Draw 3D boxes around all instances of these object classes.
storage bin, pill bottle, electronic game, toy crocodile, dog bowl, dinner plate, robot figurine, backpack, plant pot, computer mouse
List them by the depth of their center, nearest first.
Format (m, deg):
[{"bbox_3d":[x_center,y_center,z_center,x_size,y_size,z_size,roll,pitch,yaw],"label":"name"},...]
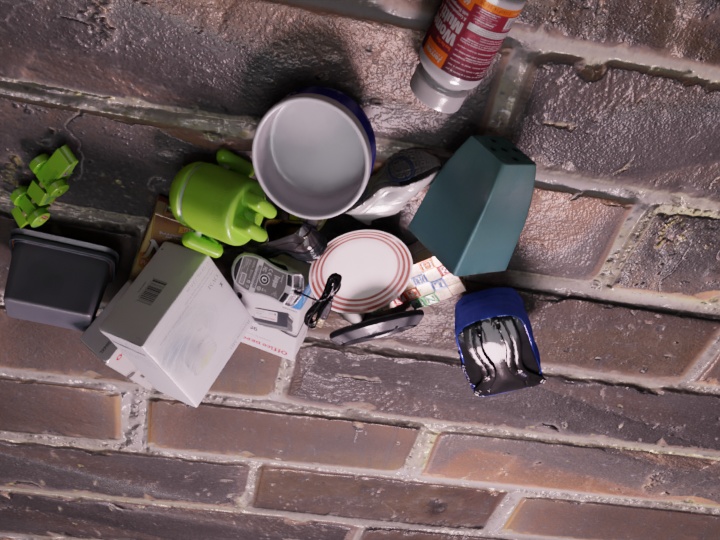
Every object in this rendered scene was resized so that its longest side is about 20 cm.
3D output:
[{"bbox_3d":[0.153,-0.343,1.182,0.107,0.111,0.202,16,132,-16],"label":"pill bottle"},{"bbox_3d":[-0.074,-0.192,1.296,0.195,0.079,0.205,5,117,10],"label":"dog bowl"},{"bbox_3d":[-0.242,-0.115,1.355,0.196,0.179,0.115,20,177,23],"label":"robot figurine"},{"bbox_3d":[0.203,-0.120,1.357,0.139,0.142,0.203,-6,130,-39],"label":"plant pot"},{"bbox_3d":[-0.552,-0.142,1.390,0.068,0.062,0.200,47,117,4],"label":"toy crocodile"},{"bbox_3d":[-0.137,0.022,1.432,0.196,0.044,0.112,24,106,4],"label":"computer mouse"},{"bbox_3d":[0.000,0.000,1.474,0.195,0.025,0.203,-7,130,-8],"label":"dinner plate"},{"bbox_3d":[-0.567,0.029,1.483,0.195,0.137,0.146,14,151,-14],"label":"storage bin"},{"bbox_3d":[0.033,0.111,1.589,0.195,0.043,0.200,-15,171,-2],"label":"electronic game"},{"bbox_3d":[0.265,0.128,1.597,0.159,0.170,0.202,-18,128,12],"label":"backpack"}]

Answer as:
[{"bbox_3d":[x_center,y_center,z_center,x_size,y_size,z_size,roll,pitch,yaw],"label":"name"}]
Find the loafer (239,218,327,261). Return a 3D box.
[{"bbox_3d":[-0.151,-0.067,1.432,0.196,0.074,0.073,2,143,34],"label":"loafer"}]

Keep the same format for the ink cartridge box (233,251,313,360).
[{"bbox_3d":[-0.172,0.064,1.554,0.142,0.085,0.203,19,134,7],"label":"ink cartridge box"}]

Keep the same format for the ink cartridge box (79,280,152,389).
[{"bbox_3d":[-0.428,0.128,1.540,0.084,0.147,0.201,33,166,21],"label":"ink cartridge box"}]

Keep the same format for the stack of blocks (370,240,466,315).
[{"bbox_3d":[0.095,0.017,1.561,0.196,0.059,0.116,-21,131,18],"label":"stack of blocks"}]

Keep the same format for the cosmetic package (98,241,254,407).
[{"bbox_3d":[-0.322,0.098,1.433,0.121,0.201,0.202,15,150,32],"label":"cosmetic package"}]

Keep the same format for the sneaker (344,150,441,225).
[{"bbox_3d":[0.060,-0.145,1.409,0.197,0.076,0.087,-22,145,26],"label":"sneaker"}]

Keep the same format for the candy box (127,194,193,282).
[{"bbox_3d":[-0.356,-0.037,1.497,0.113,0.056,0.201,17,132,-20],"label":"candy box"}]

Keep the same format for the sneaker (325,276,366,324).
[{"bbox_3d":[-0.041,0.047,1.572,0.072,0.080,0.202,-18,133,13],"label":"sneaker"}]

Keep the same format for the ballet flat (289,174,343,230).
[{"bbox_3d":[-0.075,-0.118,1.420,0.066,0.068,0.201,21,130,-21],"label":"ballet flat"}]
